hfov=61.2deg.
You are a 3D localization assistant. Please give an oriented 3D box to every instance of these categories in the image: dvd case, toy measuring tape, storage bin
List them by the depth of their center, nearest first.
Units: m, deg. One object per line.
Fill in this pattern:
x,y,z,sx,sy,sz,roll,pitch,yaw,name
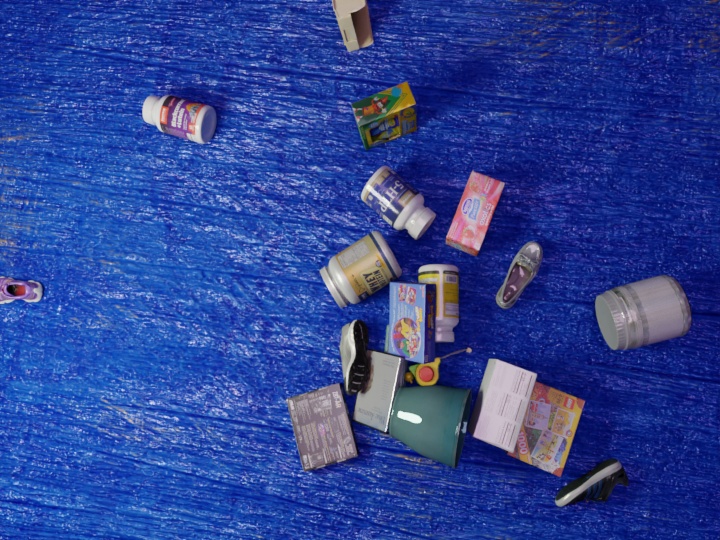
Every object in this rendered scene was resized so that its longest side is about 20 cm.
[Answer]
0.045,0.322,1.644,0.141,0.017,0.205,5,81,48,dvd case
0.215,0.270,1.651,0.196,0.074,0.075,-19,80,4,toy measuring tape
-0.029,-0.778,1.759,0.091,0.200,0.203,-11,81,6,storage bin

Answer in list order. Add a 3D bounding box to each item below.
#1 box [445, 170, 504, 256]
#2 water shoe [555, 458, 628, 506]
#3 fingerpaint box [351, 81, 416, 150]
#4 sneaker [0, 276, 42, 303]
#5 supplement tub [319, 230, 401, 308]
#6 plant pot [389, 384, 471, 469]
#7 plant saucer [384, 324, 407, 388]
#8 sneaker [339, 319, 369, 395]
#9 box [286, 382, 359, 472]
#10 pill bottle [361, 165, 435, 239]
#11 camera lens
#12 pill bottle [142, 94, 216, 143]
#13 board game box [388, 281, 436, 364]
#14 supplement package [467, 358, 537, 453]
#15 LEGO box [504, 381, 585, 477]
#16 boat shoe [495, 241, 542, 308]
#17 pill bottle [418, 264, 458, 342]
0.315,-0.157,1.686,0.101,0.095,0.204,22,85,10,box
0.598,0.567,1.565,0.198,0.072,0.080,-33,82,1,water shoe
0.071,-0.425,1.698,0.164,0.200,0.075,-21,81,2,fingerpaint box
-1.054,0.053,1.815,0.195,0.083,0.083,-3,81,7,sneaker
0.000,0.000,1.674,0.198,0.144,0.146,-32,80,1,supplement tub
0.179,0.388,1.585,0.184,0.200,0.205,11,83,18,plant pot
0.097,0.256,1.692,0.068,0.019,0.205,5,82,6,plant saucer
-0.022,0.241,1.679,0.078,0.073,0.205,-16,65,45,sneaker
-0.104,0.429,1.676,0.157,0.044,0.204,-17,80,4,box
0.109,-0.185,1.702,0.199,0.120,0.120,41,88,10,pill bottle
0.730,0.109,1.569,0.195,0.160,0.164,-15,80,4,camera lens
-0.541,-0.457,1.816,0.196,0.111,0.114,16,84,8,pill bottle
0.137,0.134,1.617,0.133,0.044,0.205,4,94,49,board game box
0.363,0.343,1.579,0.109,0.156,0.204,19,84,7,supplement package
0.480,0.409,1.597,0.146,0.077,0.204,19,85,9,LEGO box
0.437,0.011,1.664,0.074,0.065,0.204,33,87,9,boat shoe
0.212,0.091,1.654,0.110,0.112,0.205,0,82,6,pill bottle
